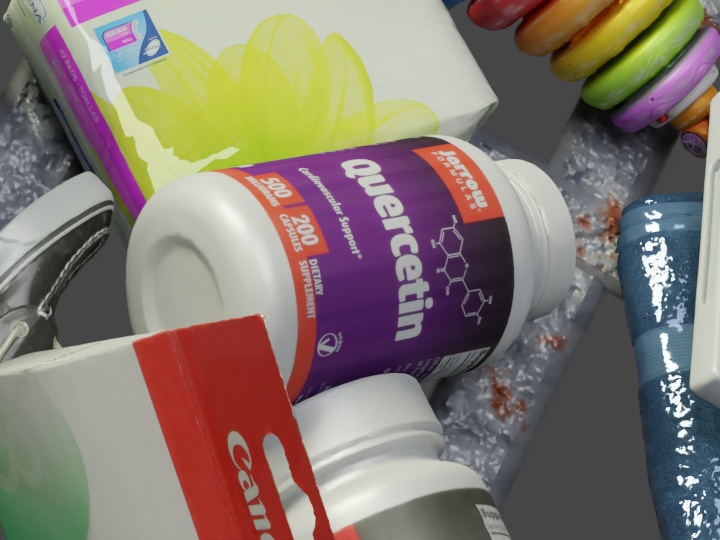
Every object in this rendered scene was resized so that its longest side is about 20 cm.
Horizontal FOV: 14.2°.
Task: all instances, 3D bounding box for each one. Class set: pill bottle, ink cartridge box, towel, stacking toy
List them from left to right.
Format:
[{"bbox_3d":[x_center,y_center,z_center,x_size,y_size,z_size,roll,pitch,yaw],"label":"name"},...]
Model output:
[{"bbox_3d":[-0.082,0.107,1.178,0.050,0.200,0.162,-22,96,-31],"label":"ink cartridge box"},{"bbox_3d":[0.000,0.000,1.315,0.199,0.112,0.113,-12,67,-37],"label":"pill bottle"},{"bbox_3d":[0.021,0.155,1.264,0.113,0.114,0.201,-16,70,-25],"label":"pill bottle"},{"bbox_3d":[0.141,-0.114,1.465,0.200,0.116,0.110,48,53,-7],"label":"stacking toy"},{"bbox_3d":[0.187,0.056,1.409,0.111,0.049,0.201,3,63,-16],"label":"towel"}]

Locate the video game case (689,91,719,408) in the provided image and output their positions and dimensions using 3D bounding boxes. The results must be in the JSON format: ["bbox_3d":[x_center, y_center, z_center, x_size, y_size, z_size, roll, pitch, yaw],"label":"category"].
[{"bbox_3d":[0.246,0.025,1.412,0.199,0.023,0.183,30,48,-24],"label":"video game case"}]

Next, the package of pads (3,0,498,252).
[{"bbox_3d":[-0.049,-0.098,1.393,0.199,0.068,0.155,-23,77,-27],"label":"package of pads"}]

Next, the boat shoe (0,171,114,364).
[{"bbox_3d":[-0.167,0.041,1.291,0.064,0.071,0.200,39,66,4],"label":"boat shoe"}]
